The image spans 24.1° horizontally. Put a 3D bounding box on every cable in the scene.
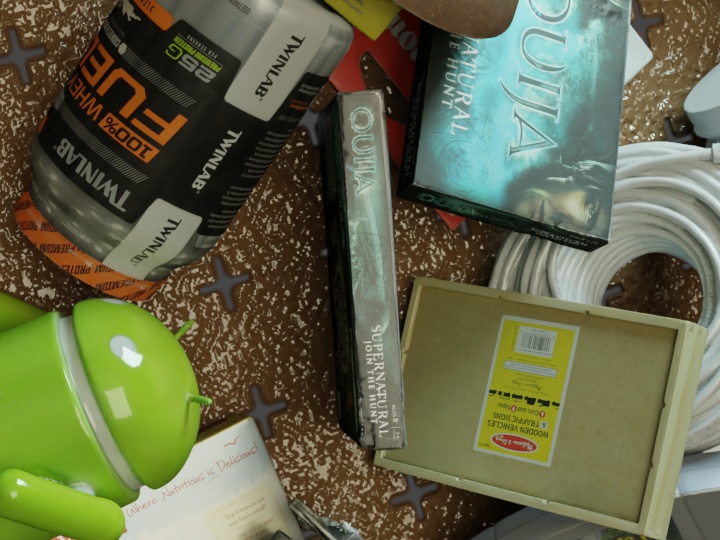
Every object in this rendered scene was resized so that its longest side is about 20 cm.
[{"bbox_3d":[0.179,0.018,1.055,0.069,0.199,0.201,29,69,-60],"label":"cable"}]

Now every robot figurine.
[{"bbox_3d":[-0.178,0.089,0.940,0.199,0.176,0.116,-23,129,0],"label":"robot figurine"}]

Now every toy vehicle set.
[{"bbox_3d":[0.104,0.078,1.020,0.026,0.199,0.125,19,83,-51],"label":"toy vehicle set"}]

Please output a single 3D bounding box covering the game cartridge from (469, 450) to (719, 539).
[{"bbox_3d":[0.160,0.185,1.047,0.199,0.041,0.133,-23,122,14],"label":"game cartridge"}]

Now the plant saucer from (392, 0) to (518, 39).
[{"bbox_3d":[0.024,-0.217,0.941,0.200,0.201,0.034,38,122,-15],"label":"plant saucer"}]

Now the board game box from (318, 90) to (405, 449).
[{"bbox_3d":[0.000,0.000,1.001,0.028,0.135,0.201,-4,91,-6],"label":"board game box"}]

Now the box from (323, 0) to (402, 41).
[{"bbox_3d":[-0.060,-0.219,0.944,0.200,0.117,0.048,35,104,-19],"label":"box"}]

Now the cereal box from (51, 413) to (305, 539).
[{"bbox_3d":[-0.094,0.206,1.023,0.143,0.040,0.201,-24,97,-18],"label":"cereal box"}]

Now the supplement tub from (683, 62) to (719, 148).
[{"bbox_3d":[0.319,-0.061,1.117,0.145,0.145,0.200,-40,102,-16],"label":"supplement tub"}]

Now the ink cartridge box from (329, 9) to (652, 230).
[{"bbox_3d":[0.065,-0.156,1.083,0.174,0.044,0.200,-44,103,-16],"label":"ink cartridge box"}]

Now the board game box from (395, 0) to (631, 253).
[{"bbox_3d":[0.099,-0.123,1.034,0.135,0.028,0.201,15,70,-19],"label":"board game box"}]

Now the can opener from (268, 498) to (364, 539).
[{"bbox_3d":[0.013,0.215,1.038,0.067,0.053,0.200,-46,116,-9],"label":"can opener"}]

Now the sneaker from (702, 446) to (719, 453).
[{"bbox_3d":[0.200,0.113,1.117,0.198,0.081,0.116,-11,79,-12],"label":"sneaker"}]

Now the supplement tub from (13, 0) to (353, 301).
[{"bbox_3d":[-0.104,-0.089,0.955,0.122,0.123,0.200,31,104,-17],"label":"supplement tub"}]
